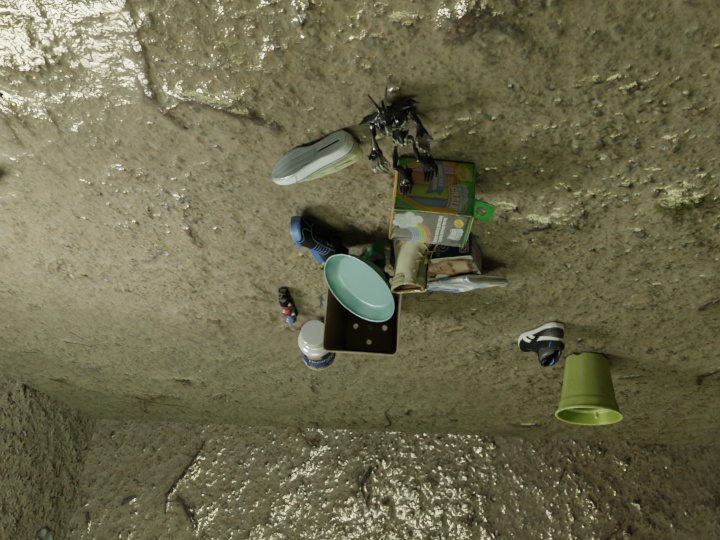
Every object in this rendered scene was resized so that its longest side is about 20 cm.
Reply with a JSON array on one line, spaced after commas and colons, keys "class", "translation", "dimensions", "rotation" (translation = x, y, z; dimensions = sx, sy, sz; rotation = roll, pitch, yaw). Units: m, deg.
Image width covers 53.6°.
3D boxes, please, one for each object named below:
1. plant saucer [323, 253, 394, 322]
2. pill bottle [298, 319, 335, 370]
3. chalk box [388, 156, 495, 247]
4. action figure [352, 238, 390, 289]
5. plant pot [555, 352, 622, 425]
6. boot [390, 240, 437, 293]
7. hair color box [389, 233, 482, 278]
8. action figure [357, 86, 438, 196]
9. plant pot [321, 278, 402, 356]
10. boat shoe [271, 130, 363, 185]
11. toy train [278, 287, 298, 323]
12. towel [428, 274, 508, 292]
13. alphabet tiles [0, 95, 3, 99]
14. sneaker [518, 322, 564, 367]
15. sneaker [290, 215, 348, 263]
[{"class": "plant saucer", "translation": [0.004, 0.033, 1.667], "dimensions": [0.199, 0.036, 0.201], "rotation": [27, 143, 22]}, {"class": "pill bottle", "translation": [-0.136, 0.230, 2.223], "dimensions": [0.109, 0.112, 0.201], "rotation": [5, 154, 4]}, {"class": "chalk box", "translation": [0.161, -0.132, 1.397], "dimensions": [0.197, 0.125, 0.125], "rotation": [6, 153, 0]}, {"class": "action figure", "translation": [0.000, 0.000, 1.745], "dimensions": [0.054, 0.120, 0.200], "rotation": [3, 169, -27]}, {"class": "plant pot", "translation": [0.702, 0.360, 2.202], "dimensions": [0.198, 0.186, 0.201], "rotation": [6, 154, 3]}, {"class": "boot", "translation": [0.144, -0.036, 1.556], "dimensions": [0.072, 0.156, 0.199], "rotation": [26, 149, -35]}, {"class": "hair color box", "translation": [0.177, -0.029, 1.673], "dimensions": [0.198, 0.061, 0.100], "rotation": [-6, 152, 23]}, {"class": "action figure", "translation": [0.072, -0.221, 1.248], "dimensions": [0.118, 0.103, 0.200], "rotation": [-22, 139, 15]}, {"class": "plant pot", "translation": [0.018, 0.136, 1.922], "dimensions": [0.197, 0.202, 0.177], "rotation": [2, 166, 9]}, {"class": "boat shoe", "translation": [-0.085, -0.203, 1.369], "dimensions": [0.198, 0.073, 0.062], "rotation": [-16, 144, 34]}, {"class": "toy train", "translation": [-0.210, 0.109, 2.069], "dimensions": [0.034, 0.046, 0.201], "rotation": [3, 154, 7]}, {"class": "towel", "translation": [0.245, 0.034, 1.750], "dimensions": [0.146, 0.024, 0.199], "rotation": [4, 171, -37]}, {"class": "alphabet tiles", "translation": [-0.796, -0.343, 1.330], "dimensions": [0.198, 0.008, 0.167], "rotation": [-10, 150, 32]}, {"class": "sneaker", "translation": [0.516, 0.231, 2.065], "dimensions": [0.072, 0.113, 0.200], "rotation": [14, 153, -14]}, {"class": "sneaker", "translation": [-0.092, -0.074, 1.646], "dimensions": [0.077, 0.071, 0.200], "rotation": [-7, 158, 20]}]
